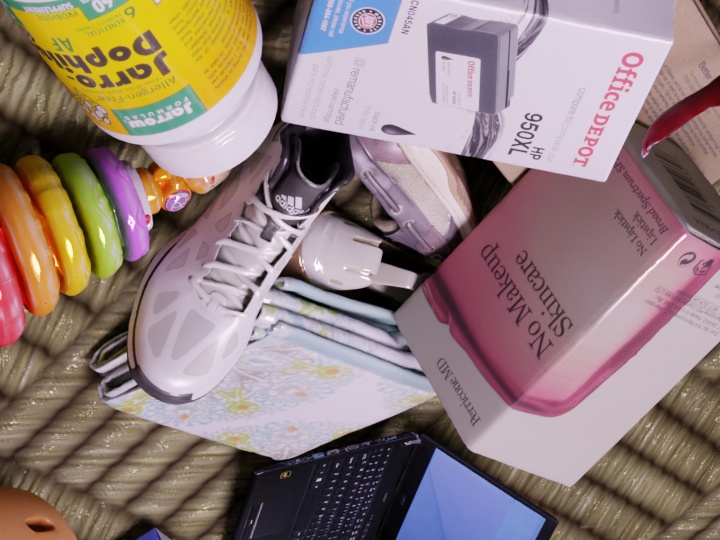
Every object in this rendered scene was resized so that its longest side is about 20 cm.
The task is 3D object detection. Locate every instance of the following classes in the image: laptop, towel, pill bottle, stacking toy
[{"bbox_3d":[0.015,0.207,1.711,0.200,0.103,0.177,-12,148,-22],"label":"laptop"},{"bbox_3d":[-0.054,0.065,1.544,0.171,0.048,0.200,-23,149,35],"label":"towel"},{"bbox_3d":[-0.121,-0.139,1.273,0.113,0.113,0.200,-32,142,1],"label":"pill bottle"},{"bbox_3d":[-0.163,-0.032,1.367,0.200,0.110,0.116,-21,140,-16],"label":"stacking toy"}]

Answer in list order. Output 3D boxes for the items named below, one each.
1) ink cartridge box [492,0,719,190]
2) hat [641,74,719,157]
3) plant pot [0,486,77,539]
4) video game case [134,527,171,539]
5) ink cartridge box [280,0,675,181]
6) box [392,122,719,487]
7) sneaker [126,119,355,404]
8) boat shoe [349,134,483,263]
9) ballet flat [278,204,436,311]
[{"bbox_3d":[0.158,-0.110,1.514,0.165,0.075,0.200,-37,140,5],"label":"ink cartridge box"},{"bbox_3d":[0.258,-0.171,1.487,0.176,0.200,0.166,-6,96,8],"label":"hat"},{"bbox_3d":[-0.268,0.220,1.514,0.140,0.200,0.200,-7,138,-50],"label":"plant pot"},{"bbox_3d":[-0.181,0.290,1.733,0.200,0.045,0.181,-33,140,9],"label":"video game case"},{"bbox_3d":[0.066,-0.137,1.333,0.200,0.084,0.145,10,148,-6],"label":"ink cartridge box"},{"bbox_3d":[0.139,0.017,1.477,0.109,0.128,0.200,23,118,-44],"label":"box"},{"bbox_3d":[-0.069,-0.020,1.376,0.201,0.076,0.115,-61,-174,-24],"label":"sneaker"},{"bbox_3d":[0.036,-0.048,1.508,0.065,0.072,0.200,-21,149,8],"label":"boat shoe"},{"bbox_3d":[0.000,0.000,1.523,0.200,0.072,0.068,28,75,-47],"label":"ballet flat"}]
